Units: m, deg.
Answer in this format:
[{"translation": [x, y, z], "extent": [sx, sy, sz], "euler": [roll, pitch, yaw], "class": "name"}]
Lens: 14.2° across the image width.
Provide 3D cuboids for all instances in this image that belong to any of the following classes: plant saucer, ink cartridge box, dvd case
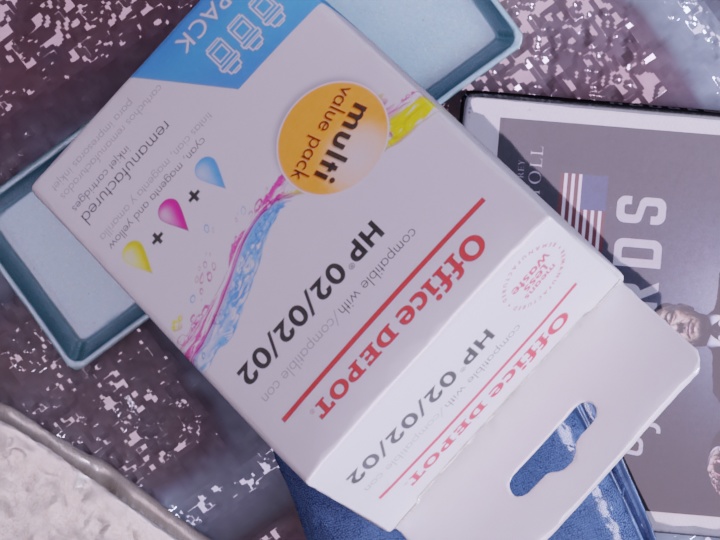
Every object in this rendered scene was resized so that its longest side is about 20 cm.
[{"translation": [-0.042, -0.050, 1.030], "extent": [0.200, 0.019, 0.070], "euler": [-36, 92, 5], "class": "plant saucer"}, {"translation": [0.000, 0.000, 0.941], "extent": [0.115, 0.068, 0.200], "euler": [-48, 58, 4], "class": "ink cartridge box"}, {"translation": [0.129, 0.019, 1.024], "extent": [0.199, 0.025, 0.151], "euler": [5, 94, 1], "class": "dvd case"}]

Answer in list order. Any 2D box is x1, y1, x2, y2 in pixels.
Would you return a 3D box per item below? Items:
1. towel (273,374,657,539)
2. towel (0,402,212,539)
[{"translation": [0.055, 0.121, 1.006], "extent": [0.111, 0.049, 0.200], "euler": [-21, 106, 11], "class": "towel"}, {"translation": [-0.105, 0.142, 1.039], "extent": [0.200, 0.034, 0.133], "euler": [36, 96, -1], "class": "towel"}]
